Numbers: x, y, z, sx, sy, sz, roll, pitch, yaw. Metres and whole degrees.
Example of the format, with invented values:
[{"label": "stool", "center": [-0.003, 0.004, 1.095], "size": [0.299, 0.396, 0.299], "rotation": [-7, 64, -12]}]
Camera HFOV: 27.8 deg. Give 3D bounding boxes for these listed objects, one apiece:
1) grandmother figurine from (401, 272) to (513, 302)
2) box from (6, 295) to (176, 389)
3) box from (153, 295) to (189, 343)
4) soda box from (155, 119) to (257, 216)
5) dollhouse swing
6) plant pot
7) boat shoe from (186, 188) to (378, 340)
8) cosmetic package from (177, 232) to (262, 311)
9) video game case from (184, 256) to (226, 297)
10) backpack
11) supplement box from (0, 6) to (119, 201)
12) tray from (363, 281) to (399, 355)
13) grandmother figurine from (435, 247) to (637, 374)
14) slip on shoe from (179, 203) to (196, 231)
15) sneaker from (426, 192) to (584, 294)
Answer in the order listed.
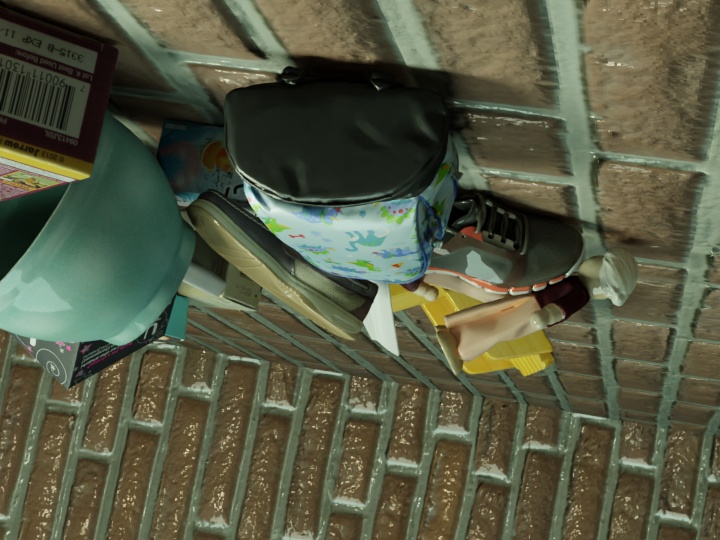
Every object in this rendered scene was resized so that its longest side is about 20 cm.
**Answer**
[{"label": "grandmother figurine", "center": [0.069, -0.009, 1.475], "size": [0.199, 0.061, 0.122], "rotation": [16, 129, 3]}, {"label": "box", "center": [-0.283, -0.009, 1.359], "size": [0.200, 0.115, 0.132], "rotation": [39, -136, 21]}, {"label": "box", "center": [-0.286, 0.036, 1.569], "size": [0.082, 0.049, 0.200], "rotation": [-7, 163, 40]}, {"label": "soda box", "center": [-0.074, -0.080, 1.252], "size": [0.199, 0.064, 0.068], "rotation": [8, 171, 13]}, {"label": "dollhouse swing", "center": [0.084, 0.076, 1.620], "size": [0.176, 0.182, 0.200], "rotation": [-32, 175, -9]}, {"label": "plant pot", "center": [-0.220, -0.022, 1.188], "size": [0.134, 0.201, 0.200], "rotation": [35, 160, -26]}, {"label": "boat shoe", "center": [-0.062, -0.015, 1.239], "size": [0.200, 0.065, 0.072], "rotation": [39, 166, -29]}, {"label": "cosmetic package", "center": [-0.206, -0.016, 1.665], "size": [0.200, 0.104, 0.073], "rotation": [3, 167, 32]}, {"label": "video game case", "center": [-0.246, -0.048, 1.518], "size": [0.182, 0.024, 0.200], "rotation": [37, -179, 22]}, {"label": "backpack", "center": [-0.001, -0.066, 1.081], "size": [0.163, 0.154, 0.200], "rotation": [2, -178, 10]}, {"label": "supplement box", "center": [-0.285, -0.125, 1.095], "size": [0.131, 0.104, 0.200], "rotation": [16, 168, -32]}, {"label": "tray", "center": [0.000, 0.000, 1.380], "size": [0.022, 0.108, 0.200], "rotation": [-23, 151, -7]}, {"label": "grandmother figurine", "center": [0.171, 0.034, 1.384], "size": [0.200, 0.061, 0.121], "rotation": [-25, -166, 3]}, {"label": "slip on shoe", "center": [-0.103, -0.070, 1.368], "size": [0.200, 0.061, 0.076], "rotation": [-5, 179, -31]}, {"label": "sneaker", "center": [0.111, -0.031, 1.317], "size": [0.199, 0.077, 0.082], "rotation": [2, 152, -7]}]
